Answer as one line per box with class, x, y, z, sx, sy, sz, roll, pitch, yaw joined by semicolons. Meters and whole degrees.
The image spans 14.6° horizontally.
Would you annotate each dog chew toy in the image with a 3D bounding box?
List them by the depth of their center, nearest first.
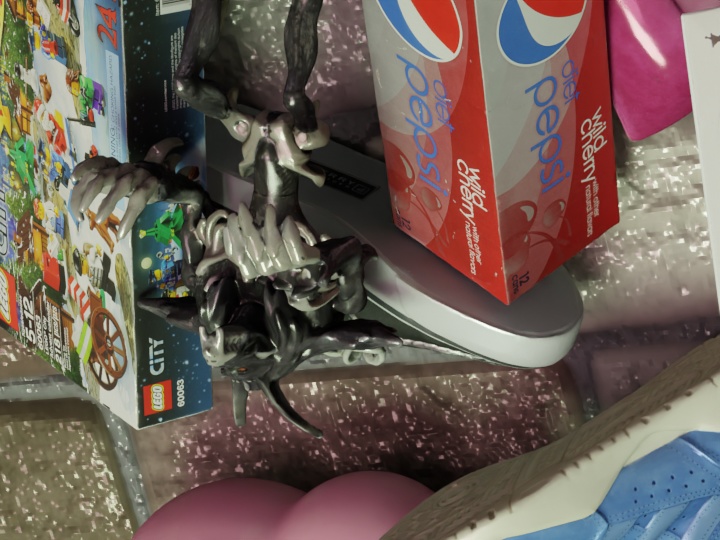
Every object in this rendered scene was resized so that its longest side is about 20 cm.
dog chew toy;-0.004;0.139;1.166;0.200;0.125;0.125;-14;103;25

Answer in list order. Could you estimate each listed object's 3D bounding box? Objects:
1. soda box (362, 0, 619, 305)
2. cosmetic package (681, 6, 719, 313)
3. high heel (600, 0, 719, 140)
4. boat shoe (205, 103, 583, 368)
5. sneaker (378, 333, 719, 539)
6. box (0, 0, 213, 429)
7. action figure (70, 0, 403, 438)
soda box;0.046;-0.087;1.025;0.070;0.063;0.200;36;150;35
cosmetic package;0.197;-0.002;0.950;0.150;0.052;0.201;-11;77;21
high heel;0.063;-0.140;1.043;0.200;0.067;0.096;38;113;-6
boat shoe;-0.002;0.001;1.133;0.199;0.074;0.068;24;126;21
sneaker;0.100;0.114;1.077;0.200;0.077;0.111;-30;100;-9
box;-0.112;-0.052;1.154;0.136;0.038;0.201;29;127;51
action figure;-0.048;-0.029;1.051;0.119;0.102;0.201;8;104;32
